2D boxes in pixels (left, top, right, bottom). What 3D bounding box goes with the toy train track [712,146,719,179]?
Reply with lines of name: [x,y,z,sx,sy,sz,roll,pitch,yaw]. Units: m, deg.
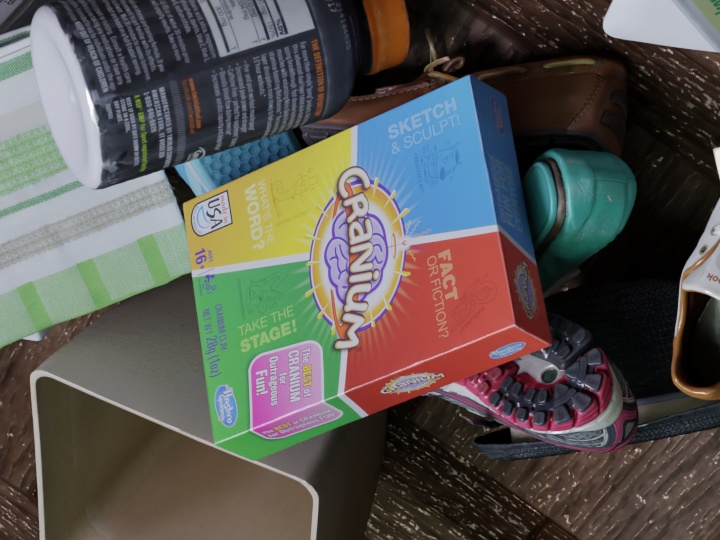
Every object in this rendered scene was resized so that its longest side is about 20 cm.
toy train track: [0.279,-0.073,1.431,0.199,0.033,0.115,-13,92,8]

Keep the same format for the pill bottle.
pill bottle: [-0.074,-0.122,1.560,0.106,0.199,0.107,162,90,-72]

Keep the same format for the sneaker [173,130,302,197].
sneaker: [-0.067,-0.049,1.709,0.131,0.079,0.201,41,157,60]

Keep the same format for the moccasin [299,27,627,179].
moccasin: [0.058,-0.093,1.610,0.200,0.078,0.074,-7,147,33]

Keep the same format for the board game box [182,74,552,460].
board game box: [0.000,0.000,1.548,0.199,0.154,0.040,-23,152,27]

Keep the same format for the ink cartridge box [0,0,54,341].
ink cartridge box: [-0.248,-0.084,1.766,0.145,0.145,0.201,8,131,29]

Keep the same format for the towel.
towel: [-0.191,-0.055,1.671,0.148,0.031,0.201,-20,128,-3]

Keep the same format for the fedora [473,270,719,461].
fedora: [0.156,0.050,1.635,0.200,0.200,0.092,-11,89,40]

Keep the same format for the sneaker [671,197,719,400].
sneaker: [0.218,-0.019,1.481,0.073,0.085,0.201,23,108,20]

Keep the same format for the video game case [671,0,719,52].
video game case: [0.217,-0.180,1.314,0.181,0.022,0.200,-26,157,16]

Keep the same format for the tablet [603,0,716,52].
tablet: [0.208,-0.168,1.412,0.129,0.014,0.200,6,149,-10]

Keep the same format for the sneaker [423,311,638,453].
sneaker: [0.066,0.050,1.563,0.200,0.081,0.075,30,173,39]

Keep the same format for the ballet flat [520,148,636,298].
ballet flat: [0.102,-0.014,1.591,0.070,0.068,0.200,-2,161,-21]

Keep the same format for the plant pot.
plant pot: [-0.078,0.109,1.802,0.199,0.177,0.201,21,137,17]
